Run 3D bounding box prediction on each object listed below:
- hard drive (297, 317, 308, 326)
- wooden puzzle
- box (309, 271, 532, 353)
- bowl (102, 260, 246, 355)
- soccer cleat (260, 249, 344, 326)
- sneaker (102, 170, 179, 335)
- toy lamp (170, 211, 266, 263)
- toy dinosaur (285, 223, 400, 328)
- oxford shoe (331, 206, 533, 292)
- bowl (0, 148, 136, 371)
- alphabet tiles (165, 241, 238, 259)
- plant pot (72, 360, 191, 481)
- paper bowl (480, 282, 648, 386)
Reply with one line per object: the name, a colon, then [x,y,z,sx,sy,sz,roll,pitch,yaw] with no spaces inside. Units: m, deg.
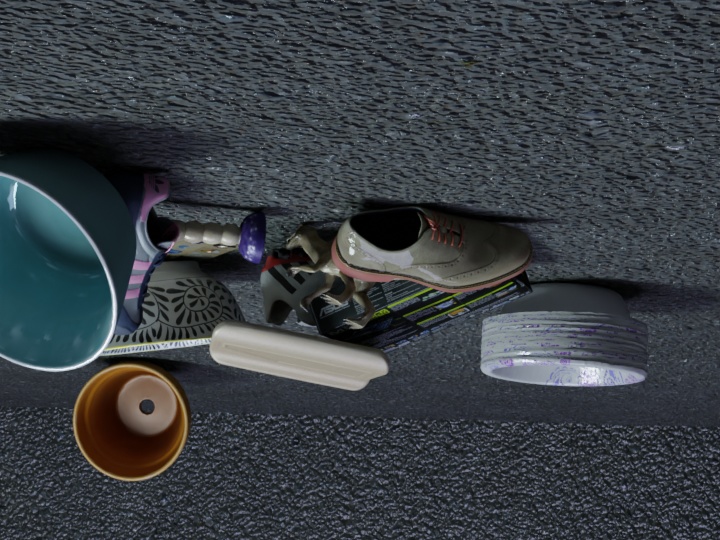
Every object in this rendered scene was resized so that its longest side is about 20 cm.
hard drive: [0.006,0.045,2.111,0.138,0.038,0.200,6,170,-13]
wooden puzzle: [-0.068,0.085,1.801,0.183,0.038,0.200,11,168,-5]
box: [0.067,0.026,1.788,0.198,0.048,0.193,-23,161,14]
bowl: [-0.225,0.041,1.946,0.198,0.095,0.201,-6,176,0]
soccer cleat: [-0.034,0.016,1.821,0.199,0.086,0.068,-7,166,44]
sneaker: [-0.207,-0.011,1.580,0.081,0.071,0.201,-4,140,-2]
toy lamp: [-0.194,-0.039,1.647,0.198,0.059,0.058,6,169,-14]
toy dinosaur: [0.000,0.000,1.672,0.198,0.102,0.058,15,154,22]
oxford shoe: [0.074,-0.024,1.629,0.198,0.071,0.075,-2,156,-10]
bowl: [-0.273,-0.025,1.466,0.199,0.202,0.105,-3,-149,29]
alphabet tiles: [-0.236,-0.034,1.825,0.198,0.006,0.166,8,168,-26]
plant pot: [-0.385,0.248,2.958,0.198,0.203,0.183,2,-174,3]
paper bowl: [0.243,0.076,2.023,0.198,0.106,0.201,3,170,0]
